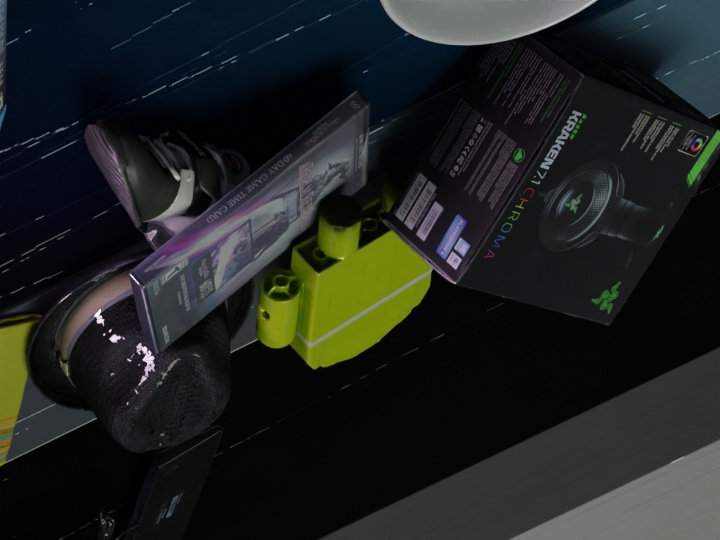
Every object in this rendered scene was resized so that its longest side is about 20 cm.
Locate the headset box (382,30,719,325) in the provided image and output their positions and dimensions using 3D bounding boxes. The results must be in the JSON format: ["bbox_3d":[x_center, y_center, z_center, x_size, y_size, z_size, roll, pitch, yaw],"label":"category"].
[{"bbox_3d":[0.147,-0.065,1.577,0.200,0.093,0.174,16,111,-47],"label":"headset box"}]

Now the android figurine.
[{"bbox_3d":[0.000,0.000,1.636,0.182,0.041,0.200,-32,155,-24],"label":"android figurine"}]

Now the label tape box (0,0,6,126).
[{"bbox_3d":[-0.262,-0.098,1.250,0.066,0.143,0.200,26,145,7],"label":"label tape box"}]

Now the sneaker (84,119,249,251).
[{"bbox_3d":[-0.123,-0.065,1.474,0.088,0.074,0.200,-31,160,-1],"label":"sneaker"}]

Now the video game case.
[{"bbox_3d":[-0.073,-0.031,1.512,0.200,0.019,0.143,-39,165,-14],"label":"video game case"}]

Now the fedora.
[{"bbox_3d":[-0.150,0.070,1.633,0.200,0.092,0.201,-20,151,-12],"label":"fedora"}]

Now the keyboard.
[{"bbox_3d":[-0.186,0.209,1.888,0.127,0.021,0.200,-30,157,-34],"label":"keyboard"}]

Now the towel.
[{"bbox_3d":[-0.297,0.099,1.667,0.086,0.018,0.200,-13,148,-28],"label":"towel"}]

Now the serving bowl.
[{"bbox_3d":[0.093,-0.229,1.357,0.200,0.066,0.200,-18,150,-11],"label":"serving bowl"}]
